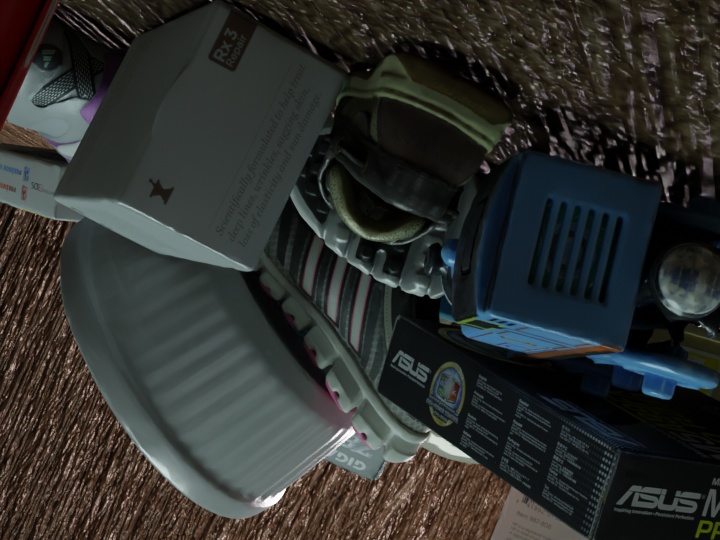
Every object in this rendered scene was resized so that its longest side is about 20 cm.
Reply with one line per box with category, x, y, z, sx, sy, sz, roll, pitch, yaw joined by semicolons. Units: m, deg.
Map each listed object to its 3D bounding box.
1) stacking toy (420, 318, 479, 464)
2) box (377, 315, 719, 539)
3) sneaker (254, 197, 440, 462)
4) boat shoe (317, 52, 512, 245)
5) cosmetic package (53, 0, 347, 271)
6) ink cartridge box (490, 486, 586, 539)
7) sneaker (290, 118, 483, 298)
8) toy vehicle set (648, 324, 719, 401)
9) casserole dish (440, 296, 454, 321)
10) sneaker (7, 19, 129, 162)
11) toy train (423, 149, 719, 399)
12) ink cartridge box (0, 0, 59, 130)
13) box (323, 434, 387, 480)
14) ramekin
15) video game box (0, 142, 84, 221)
stacking toy;0.093;0.040;1.188;0.146;0.146;0.200;22;-169;10
box;0.124;0.081;0.859;0.160;0.044;0.200;12;-171;-29
sneaker;0.000;0.000;0.964;0.200;0.087;0.074;58;-164;5
boat shoe;0.011;-0.045;0.763;0.073;0.065;0.200;31;173;-1
cosmetic package;-0.082;-0.061;0.845;0.074;0.102;0.200;28;176;-18
ink cartridge box;0.199;0.147;1.286;0.145;0.200;0.084;21;177;29
sneaker;0.055;-0.018;0.906;0.200;0.075;0.081;24;-174;-4
toy vehicle set;0.203;0.097;1.147;0.027;0.124;0.200;26;175;-38
casserole dish;0.028;-0.020;1.034;0.200;0.039;0.121;17;155;47
sneaker;-0.179;-0.106;1.036;0.140;0.078;0.200;25;166;-8
toy train;0.092;0.003;0.768;0.114;0.087;0.200;16;175;-5
ink cartridge box;-0.152;-0.099;0.644;0.067;0.116;0.200;25;175;-18
box;-0.049;0.022;1.210;0.200;0.199;0.050;24;132;-5
ramekin;-0.073;0.033;1.019;0.202;0.094;0.202;52;-164;-22
video game box;-0.177;-0.061;1.362;0.200;0.047;0.182;5;-176;-33
